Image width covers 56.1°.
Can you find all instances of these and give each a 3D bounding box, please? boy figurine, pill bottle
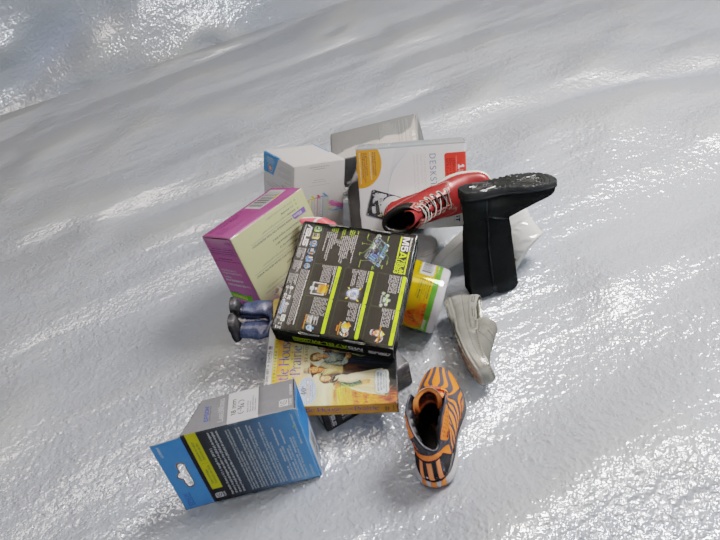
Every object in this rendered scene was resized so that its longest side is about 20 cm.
[{"bbox_3d":[-0.116,0.079,1.112,0.198,0.065,0.125,-4,54,8],"label":"boy figurine"},{"bbox_3d":[0.042,0.025,1.134,0.198,0.112,0.111,17,41,7],"label":"pill bottle"}]

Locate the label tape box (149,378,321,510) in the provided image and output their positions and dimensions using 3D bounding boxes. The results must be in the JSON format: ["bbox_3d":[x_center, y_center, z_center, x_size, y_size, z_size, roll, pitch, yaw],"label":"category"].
[{"bbox_3d":[-0.167,0.241,0.933,0.198,0.145,0.064,-14,35,1],"label":"label tape box"}]

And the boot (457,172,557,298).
[{"bbox_3d":[0.252,-0.056,1.146,0.163,0.202,0.066,-7,26,7],"label":"boot"}]

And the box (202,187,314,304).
[{"bbox_3d":[-0.157,-0.021,1.229,0.096,0.201,0.176,6,39,47],"label":"box"}]

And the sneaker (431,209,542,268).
[{"bbox_3d":[0.234,-0.036,1.230,0.200,0.116,0.074,-40,-7,18],"label":"sneaker"}]

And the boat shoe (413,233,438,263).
[{"bbox_3d":[0.062,-0.041,1.222,0.198,0.070,0.071,-10,56,-24],"label":"boat shoe"}]

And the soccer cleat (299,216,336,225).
[{"bbox_3d":[-0.087,0.004,1.197,0.076,0.202,0.067,14,12,9],"label":"soccer cleat"}]

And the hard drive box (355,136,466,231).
[{"bbox_3d":[0.096,-0.159,1.251,0.198,0.158,0.077,-4,15,6],"label":"hard drive box"}]

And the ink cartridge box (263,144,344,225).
[{"bbox_3d":[-0.119,-0.145,1.416,0.124,0.202,0.128,-15,31,-33],"label":"ink cartridge box"}]

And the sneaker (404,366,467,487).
[{"bbox_3d":[0.106,0.186,0.938,0.077,0.113,0.201,-6,36,10],"label":"sneaker"}]

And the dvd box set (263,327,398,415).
[{"bbox_3d":[-0.043,0.146,1.015,0.198,0.030,0.147,-2,49,3],"label":"dvd box set"}]

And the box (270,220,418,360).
[{"bbox_3d":[-0.020,0.025,1.046,0.191,0.048,0.202,9,61,9],"label":"box"}]

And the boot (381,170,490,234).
[{"bbox_3d":[0.133,-0.111,1.146,0.198,0.073,0.144,-20,10,8],"label":"boot"}]

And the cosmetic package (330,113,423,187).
[{"bbox_3d":[0.040,-0.262,1.492,0.198,0.107,0.091,-7,62,12],"label":"cosmetic package"}]

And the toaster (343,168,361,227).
[{"bbox_3d":[0.069,-0.157,1.385,0.198,0.120,0.181,-8,21,9],"label":"toaster"}]

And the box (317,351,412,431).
[{"bbox_3d":[-0.034,0.149,1.095,0.157,0.049,0.200,-27,37,-16],"label":"box"}]

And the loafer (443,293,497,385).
[{"bbox_3d":[0.183,0.100,1.067,0.069,0.070,0.201,-20,34,6],"label":"loafer"}]
